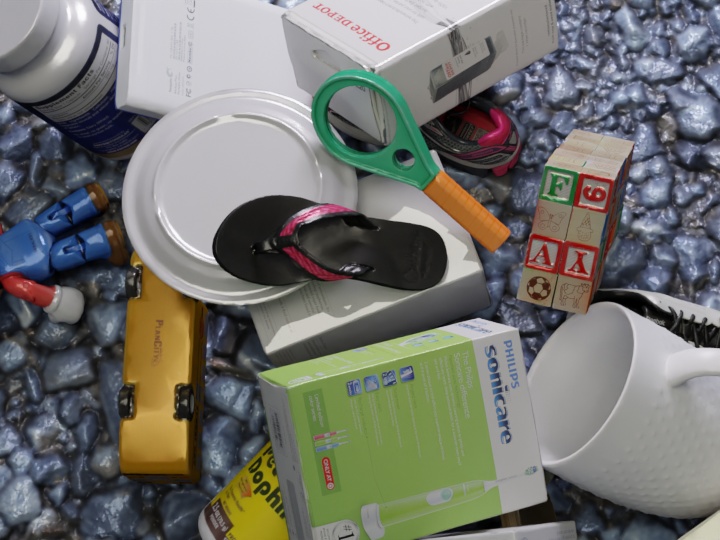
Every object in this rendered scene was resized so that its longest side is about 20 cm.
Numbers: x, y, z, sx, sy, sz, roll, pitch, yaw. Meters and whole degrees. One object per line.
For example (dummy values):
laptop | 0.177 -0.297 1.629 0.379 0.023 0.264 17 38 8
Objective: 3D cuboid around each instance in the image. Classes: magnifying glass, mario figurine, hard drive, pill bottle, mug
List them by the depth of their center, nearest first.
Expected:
mug | 0.257 0.118 1.607 0.175 0.200 0.148 28 51 -25
magnifying glass | 0.043 -0.088 1.635 0.200 0.022 0.080 40 121 -5
pill bottle | -0.036 0.180 1.661 0.200 0.109 0.109 -46 75 9
pill bottle | -0.258 -0.186 1.744 0.115 0.200 0.116 -13 63 27
hard drive | -0.126 -0.187 1.761 0.200 0.025 0.132 12 72 -36
mario figurine | -0.318 -0.008 1.796 0.200 0.106 0.124 -21 38 -9

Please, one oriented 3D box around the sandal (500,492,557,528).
sandal | 0.137 0.282 1.664 0.070 0.078 0.212 -13 86 39

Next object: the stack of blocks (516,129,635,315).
stack of blocks | 0.185 -0.045 1.663 0.058 0.200 0.116 13 105 10

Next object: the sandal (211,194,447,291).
sandal | -0.021 -0.022 1.602 0.199 0.045 0.075 5 84 -15

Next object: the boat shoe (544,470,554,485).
boat shoe | 0.090 0.119 1.705 0.199 0.075 0.066 20 52 26

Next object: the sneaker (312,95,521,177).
sneaker | 0.051 -0.150 1.773 0.199 0.075 0.081 17 78 12

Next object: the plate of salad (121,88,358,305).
plate of salad | -0.101 -0.061 1.660 0.199 0.048 0.201 -1 68 2

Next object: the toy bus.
toy bus | -0.172 0.084 1.739 0.065 0.078 0.201 0 76 8

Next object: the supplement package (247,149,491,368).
supplement package | 0.000 0.000 1.717 0.199 0.120 0.122 -21 72 2

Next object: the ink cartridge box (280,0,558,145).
ink cartridge box | 0.053 -0.210 1.726 0.200 0.085 0.146 -29 41 -23

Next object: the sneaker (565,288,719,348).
sneaker | 0.275 0.060 1.690 0.199 0.080 0.074 8 75 7

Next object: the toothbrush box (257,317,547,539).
toothbrush box | 0.034 0.133 1.564 0.199 0.086 0.146 -14 99 -17

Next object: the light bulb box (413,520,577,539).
light bulb box | 0.076 0.312 1.580 0.198 0.125 0.201 -11 82 29

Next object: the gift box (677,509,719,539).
gift box | 0.384 0.248 1.581 0.187 0.185 0.200 -38 78 6
